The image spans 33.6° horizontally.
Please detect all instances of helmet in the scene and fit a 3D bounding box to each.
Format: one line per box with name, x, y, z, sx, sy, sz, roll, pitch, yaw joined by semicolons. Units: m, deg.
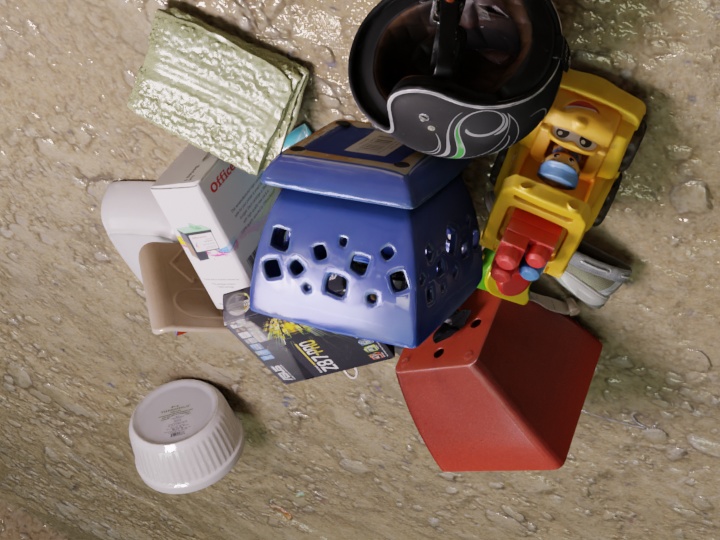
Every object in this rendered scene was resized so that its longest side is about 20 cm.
helmet;0.093;-0.200;1.155;0.200;0.200;0.191;30;167;-5

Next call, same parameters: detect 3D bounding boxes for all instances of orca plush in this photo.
orca plush;0.053;0.025;1.524;0.071;0.200;0.105;22;114;-35

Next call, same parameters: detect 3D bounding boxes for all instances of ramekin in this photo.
ramekin;-0.312;0.283;2.102;0.200;0.200;0.105;9;134;26

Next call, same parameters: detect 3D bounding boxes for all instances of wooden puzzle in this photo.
wooden puzzle;-0.192;0.032;1.614;0.199;0.185;0.046;-1;127;-18

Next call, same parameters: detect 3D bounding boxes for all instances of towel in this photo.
towel;-0.169;-0.211;1.408;0.199;0.037;0.149;24;113;1

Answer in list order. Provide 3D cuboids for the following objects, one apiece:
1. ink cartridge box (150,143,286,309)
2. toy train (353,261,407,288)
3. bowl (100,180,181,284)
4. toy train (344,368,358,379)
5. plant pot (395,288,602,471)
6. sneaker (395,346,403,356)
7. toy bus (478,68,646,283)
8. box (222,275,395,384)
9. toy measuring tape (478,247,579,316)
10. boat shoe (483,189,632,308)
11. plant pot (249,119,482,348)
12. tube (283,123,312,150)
ink cartridge box;-0.161;-0.071;1.522;0.084;0.145;0.200;0;130;33
toy train;0.000;0.000;1.515;0.046;0.034;0.200;11;-173;-35
bowl;-0.279;-0.036;1.746;0.199;0.075;0.200;6;143;30
toy train;-0.046;0.050;1.684;0.200;0.056;0.150;45;145;15
plant pot;0.161;0.126;1.535;0.199;0.200;0.176;-11;133;43
sneaker;0.025;0.080;1.709;0.199;0.075;0.079;-3;123;28
toy bus;0.195;-0.082;1.242;0.135;0.192;0.200;25;146;6
box;-0.061;0.070;1.506;0.161;0.049;0.200;-13;148;14
toy measuring tape;0.207;0.005;1.453;0.200;0.074;0.073;17;155;-32
boat shoe;0.228;-0.036;1.400;0.202;0.074;0.065;39;111;-13
plant pot;0.011;-0.052;1.262;0.199;0.200;0.180;11;115;23
tube;-0.040;-0.098;1.521;0.077;0.050;0.200;-28;118;25
